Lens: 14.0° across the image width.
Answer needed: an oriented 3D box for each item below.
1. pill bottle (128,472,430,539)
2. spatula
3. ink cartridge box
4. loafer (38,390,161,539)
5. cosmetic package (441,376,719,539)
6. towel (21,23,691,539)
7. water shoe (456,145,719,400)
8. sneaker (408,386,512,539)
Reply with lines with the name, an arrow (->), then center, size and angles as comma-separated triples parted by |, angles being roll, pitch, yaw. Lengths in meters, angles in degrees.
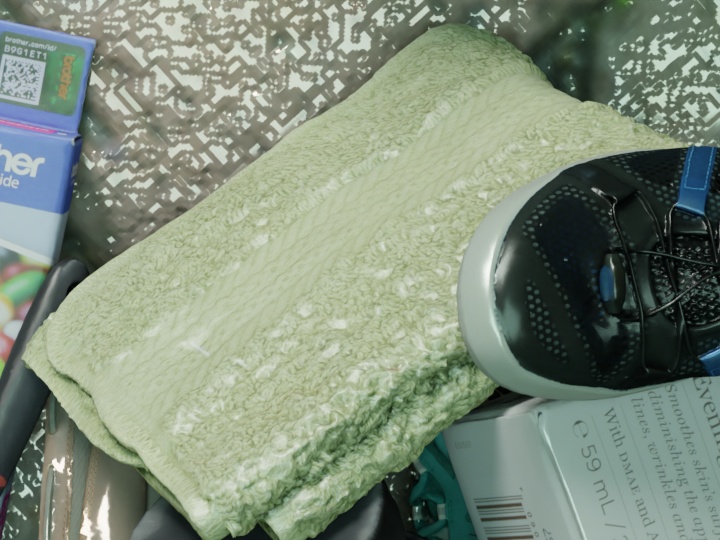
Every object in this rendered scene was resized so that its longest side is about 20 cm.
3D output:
pill bottle -> 0.001, 0.152, 0.925 | 0.112, 0.112, 0.200 | -23, 123, 1
spatula -> -0.135, 0.086, 0.952 | 0.021, 0.057, 0.200 | 22, 80, 37
ink cartridge box -> -0.165, 0.008, 0.985 | 0.119, 0.042, 0.200 | 12, 93, -2
loafer -> -0.086, 0.108, 0.959 | 0.063, 0.072, 0.200 | 3, 65, 14
cosmetic package -> 0.135, 0.059, 0.934 | 0.200, 0.074, 0.102 | -21, 94, -26
towel -> 0.000, 0.000, 0.917 | 0.200, 0.148, 0.037 | -35, 129, -17
water shoe -> 0.124, -0.008, 0.854 | 0.200, 0.079, 0.072 | -10, 88, -26
sneaker -> 0.048, 0.092, 0.979 | 0.080, 0.078, 0.200 | -38, 94, 13
